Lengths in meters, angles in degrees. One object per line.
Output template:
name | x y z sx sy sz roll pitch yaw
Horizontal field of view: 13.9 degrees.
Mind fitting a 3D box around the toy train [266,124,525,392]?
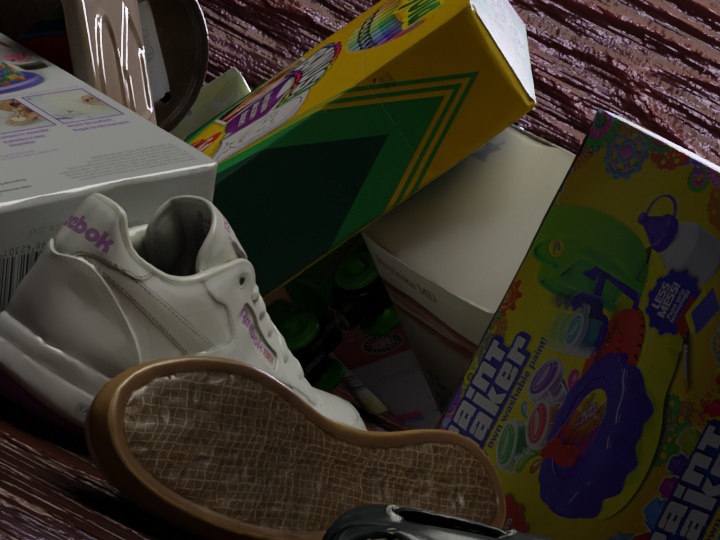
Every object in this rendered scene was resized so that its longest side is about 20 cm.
toy train | 0.000 0.000 1.312 0.056 0.200 0.042 19 -34 46

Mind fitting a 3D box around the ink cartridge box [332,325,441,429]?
ink cartridge box | 0.067 0.029 1.437 0.200 0.116 0.068 48 27 -51

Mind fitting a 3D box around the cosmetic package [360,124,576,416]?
cosmetic package | 0.088 0.046 1.296 0.103 0.087 0.201 33 -26 48

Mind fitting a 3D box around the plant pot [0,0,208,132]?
plant pot | -0.166 -0.122 1.512 0.186 0.188 0.200 24 -2 -34

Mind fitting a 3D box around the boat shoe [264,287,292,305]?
boat shoe | -0.047 0.022 1.487 0.074 0.067 0.200 25 4 -17

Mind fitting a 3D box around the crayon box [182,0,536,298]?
crayon box | -0.007 -0.066 1.323 0.058 0.172 0.200 53 10 -11

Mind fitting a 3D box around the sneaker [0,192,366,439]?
sneaker | -0.054 0.031 1.146 0.075 0.100 0.200 30 4 41

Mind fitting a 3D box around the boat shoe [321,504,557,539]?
boat shoe | 0.072 0.125 0.969 0.198 0.075 0.066 16 19 -17

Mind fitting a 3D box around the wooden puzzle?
wooden puzzle | -0.117 -0.050 1.339 0.046 0.201 0.185 -12 10 4

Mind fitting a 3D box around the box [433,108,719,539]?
box | 0.145 0.071 1.202 0.192 0.201 0.122 22 7 -42

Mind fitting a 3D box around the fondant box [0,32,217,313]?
fondant box | -0.174 -0.043 1.193 0.144 0.059 0.200 -13 32 -39

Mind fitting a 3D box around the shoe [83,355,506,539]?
shoe | -0.029 0.080 1.079 0.053 0.070 0.199 -26 -30 38

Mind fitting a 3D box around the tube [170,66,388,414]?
tube | -0.034 -0.014 1.566 0.200 0.058 0.052 51 -15 -17
